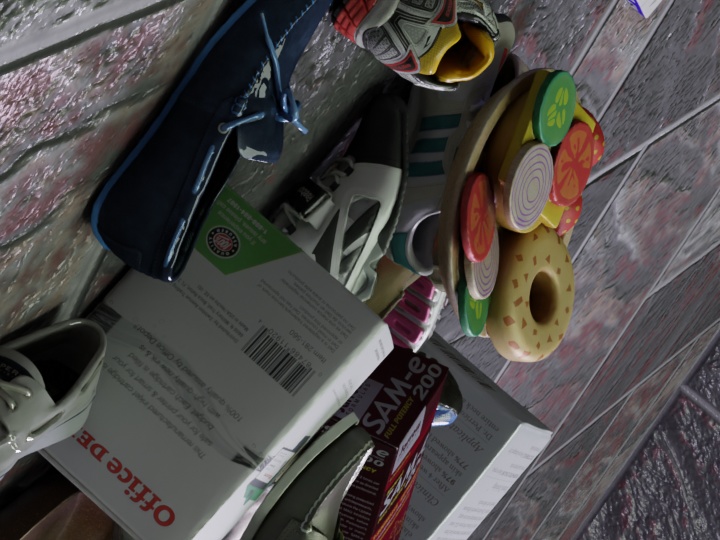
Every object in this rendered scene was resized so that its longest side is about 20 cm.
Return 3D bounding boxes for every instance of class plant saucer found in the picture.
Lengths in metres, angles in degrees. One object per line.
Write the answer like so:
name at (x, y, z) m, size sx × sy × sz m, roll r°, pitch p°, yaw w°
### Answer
plant saucer at (-0.235, 0.204, 1.714) m, size 0.200 × 0.037 × 0.200 m, roll -45°, pitch 165°, yaw -16°

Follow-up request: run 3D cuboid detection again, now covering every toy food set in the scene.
toy food set at (0.114, -0.043, 1.748) m, size 0.198 × 0.049 × 0.201 m, roll 36°, pitch 73°, yaw -59°

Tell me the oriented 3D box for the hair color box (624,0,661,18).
hair color box at (0.207, -0.262, 1.811) m, size 0.109 × 0.065 × 0.200 m, roll -51°, pitch 164°, yaw 2°

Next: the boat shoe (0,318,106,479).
boat shoe at (-0.204, 0.077, 1.419) m, size 0.200 × 0.072 × 0.066 m, roll -25°, pitch 146°, yaw -59°

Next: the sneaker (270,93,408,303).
sneaker at (-0.025, -0.030, 1.690) m, size 0.074 × 0.088 × 0.201 m, roll -170°, pitch -83°, yaw -78°

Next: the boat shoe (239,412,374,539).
boat shoe at (-0.045, 0.179, 1.616) m, size 0.202 × 0.060 × 0.072 m, roll -55°, pitch 165°, yaw 21°

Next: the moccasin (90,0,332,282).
moccasin at (-0.069, -0.081, 1.423) m, size 0.200 × 0.068 × 0.080 m, roll -54°, pitch 165°, yaw 15°

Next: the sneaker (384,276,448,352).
sneaker at (0.059, -0.006, 1.989) m, size 0.087 × 0.074 × 0.200 m, roll -23°, pitch 146°, yaw -48°

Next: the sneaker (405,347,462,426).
sneaker at (-0.015, 0.114, 1.843) m, size 0.199 × 0.089 × 0.079 m, roll -9°, pitch -158°, yaw 26°

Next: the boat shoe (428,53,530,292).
boat shoe at (0.088, -0.073, 1.839) m, size 0.065 × 0.072 × 0.200 m, roll 51°, pitch 50°, yaw -34°

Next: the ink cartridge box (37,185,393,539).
ink cartridge box at (-0.099, 0.068, 1.558) m, size 0.200 × 0.146 × 0.084 m, roll -47°, pitch 167°, yaw -7°

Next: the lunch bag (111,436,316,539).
lunch bag at (-0.105, 0.160, 1.714) m, size 0.200 × 0.117 × 0.164 m, roll -51°, pitch 161°, yaw -48°

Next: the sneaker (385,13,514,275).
sneaker at (0.067, -0.084, 1.760) m, size 0.070 × 0.093 × 0.200 m, roll -9°, pitch 139°, yaw -54°

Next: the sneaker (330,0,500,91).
sneaker at (0.049, -0.144, 1.592) m, size 0.078 × 0.082 × 0.200 m, roll -53°, pitch 166°, yaw 14°

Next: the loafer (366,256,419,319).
loafer at (0.000, 0.000, 1.844) m, size 0.200 × 0.076 × 0.068 m, roll -51°, pitch 169°, yaw -42°

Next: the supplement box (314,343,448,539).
supplement box at (-0.003, 0.160, 1.752) m, size 0.109 × 0.061 × 0.200 m, roll -53°, pitch 162°, yaw -53°

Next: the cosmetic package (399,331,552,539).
cosmetic package at (0.028, 0.157, 2.123) m, size 0.200 × 0.167 × 0.166 m, roll -50°, pitch 166°, yaw 4°
